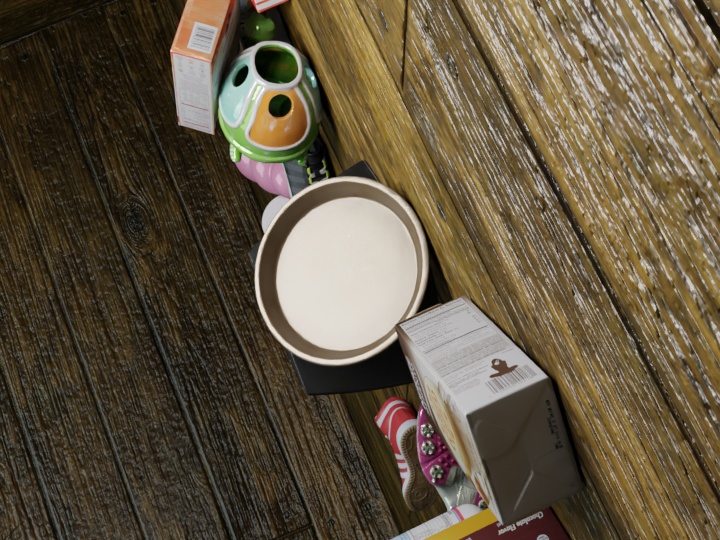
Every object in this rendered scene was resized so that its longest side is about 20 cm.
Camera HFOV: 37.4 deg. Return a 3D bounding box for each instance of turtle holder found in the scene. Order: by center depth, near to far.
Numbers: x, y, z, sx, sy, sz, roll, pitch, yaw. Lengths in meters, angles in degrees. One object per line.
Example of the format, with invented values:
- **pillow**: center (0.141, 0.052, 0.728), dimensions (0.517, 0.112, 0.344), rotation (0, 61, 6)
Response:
- **turtle holder**: center (-0.111, -0.238, 1.386), dimensions (0.132, 0.139, 0.188), rotation (106, -178, -56)

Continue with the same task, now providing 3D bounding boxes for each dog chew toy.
- **dog chew toy**: center (-0.127, -0.179, 1.683), dimensions (0.200, 0.123, 0.126), rotation (46, 160, 49)

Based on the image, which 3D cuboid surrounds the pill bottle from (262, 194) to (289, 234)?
- **pill bottle**: center (-0.094, -0.041, 1.770), dimensions (0.115, 0.112, 0.201), rotation (63, 178, 28)

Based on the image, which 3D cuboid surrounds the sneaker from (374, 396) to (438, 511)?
- **sneaker**: center (0.078, 0.300, 1.767), dimensions (0.113, 0.070, 0.203), rotation (-128, 24, -51)

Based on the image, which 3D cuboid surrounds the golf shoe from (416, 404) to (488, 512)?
- **golf shoe**: center (0.113, 0.247, 1.347), dimensions (0.092, 0.074, 0.203), rotation (-127, 17, -75)

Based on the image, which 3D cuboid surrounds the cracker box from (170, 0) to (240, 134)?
- **cracker box**: center (-0.199, -0.285, 1.389), dimensions (0.200, 0.057, 0.136), rotation (111, 173, -70)

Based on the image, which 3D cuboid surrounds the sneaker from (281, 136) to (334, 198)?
- **sneaker**: center (-0.077, -0.146, 1.559), dimensions (0.202, 0.071, 0.083), rotation (63, 164, 4)

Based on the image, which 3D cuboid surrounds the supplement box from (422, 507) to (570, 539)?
- **supplement box**: center (0.170, 0.366, 1.032), dimensions (0.201, 0.131, 0.199), rotation (-121, 11, -50)

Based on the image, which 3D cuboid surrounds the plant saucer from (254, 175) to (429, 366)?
- **plant saucer**: center (-0.018, 0.001, 1.124), dimensions (0.202, 0.198, 0.029), rotation (64, -166, 20)

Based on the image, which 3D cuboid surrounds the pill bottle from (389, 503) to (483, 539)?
- **pill bottle**: center (0.098, 0.330, 1.185), dimensions (0.109, 0.197, 0.110), rotation (157, 90, -83)

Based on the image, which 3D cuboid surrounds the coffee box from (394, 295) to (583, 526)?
- **coffee box**: center (0.107, 0.116, 0.939), dimensions (0.200, 0.079, 0.116), rotation (-130, 19, -68)

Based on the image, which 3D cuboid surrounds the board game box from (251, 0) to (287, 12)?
- **board game box**: center (-0.155, -0.445, 1.325), dimensions (0.153, 0.046, 0.201), rotation (76, 169, -52)

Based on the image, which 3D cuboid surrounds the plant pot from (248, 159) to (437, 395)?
- **plant pot**: center (-0.021, 0.027, 1.255), dimensions (0.200, 0.175, 0.202), rotation (-122, 12, -48)

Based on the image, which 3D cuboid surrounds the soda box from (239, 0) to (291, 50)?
- **soda box**: center (-0.136, -0.325, 1.492), dimensions (0.068, 0.063, 0.203), rotation (-147, 35, -78)
